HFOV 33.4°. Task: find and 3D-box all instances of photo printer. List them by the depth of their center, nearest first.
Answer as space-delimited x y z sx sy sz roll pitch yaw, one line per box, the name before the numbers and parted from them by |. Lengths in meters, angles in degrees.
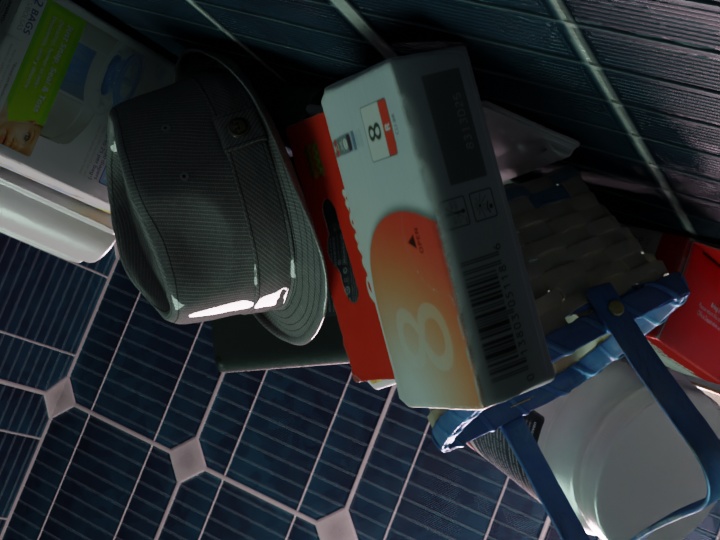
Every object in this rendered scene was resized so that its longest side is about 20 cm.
photo printer | -0.277 -0.112 0.929 0.199 0.168 0.069 26 136 -37

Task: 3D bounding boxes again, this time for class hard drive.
hard drive | -0.040 -0.005 0.815 0.033 0.141 0.199 -2 175 -40

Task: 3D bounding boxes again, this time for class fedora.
fedora | -0.104 -0.037 0.747 0.089 0.202 0.177 -18 168 -23

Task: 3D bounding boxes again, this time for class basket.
basket | 0.111 0.062 0.674 0.201 0.138 0.177 55 153 17

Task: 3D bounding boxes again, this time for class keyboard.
keyboard | 0.070 -0.071 0.707 0.056 0.011 0.200 29 173 -8

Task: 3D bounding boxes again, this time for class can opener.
can opener | -0.028 -0.082 0.731 0.052 0.067 0.199 27 178 -36

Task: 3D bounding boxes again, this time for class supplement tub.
supplement tub | 0.167 0.112 0.910 0.140 0.141 0.200 26 -176 -32

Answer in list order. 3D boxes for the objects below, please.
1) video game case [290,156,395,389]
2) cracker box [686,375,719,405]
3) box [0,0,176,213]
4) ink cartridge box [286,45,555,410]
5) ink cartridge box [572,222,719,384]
video game case | 0.000 0.000 0.904 0.200 0.023 0.181 47 146 -13
cracker box | 0.257 0.071 1.049 0.199 0.058 0.134 20 173 31
box | -0.194 -0.110 0.828 0.101 0.114 0.199 18 174 43
ink cartridge box | 0.006 -0.014 0.619 0.050 0.164 0.199 -17 -177 -30
ink cartridge box | 0.180 0.017 0.788 0.199 0.068 0.116 17 172 45
